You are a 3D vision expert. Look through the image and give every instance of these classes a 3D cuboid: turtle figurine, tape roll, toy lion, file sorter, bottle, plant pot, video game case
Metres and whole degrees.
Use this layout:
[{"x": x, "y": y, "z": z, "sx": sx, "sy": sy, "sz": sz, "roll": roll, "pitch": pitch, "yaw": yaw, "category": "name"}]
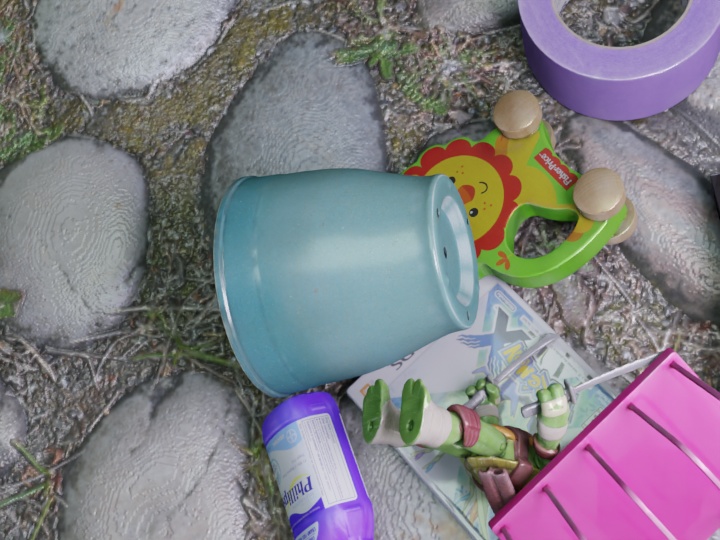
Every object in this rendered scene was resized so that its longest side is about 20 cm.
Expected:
[{"x": 0.111, "y": 0.106, "z": 0.916, "sx": 0.202, "sy": 0.192, "sz": 0.144, "roll": -67, "pitch": 28, "yaw": 17, "category": "turtle figurine"}, {"x": 0.255, "y": -0.255, "z": 1.072, "sx": 0.198, "sy": 0.085, "sz": 0.202, "roll": -4, "pitch": 71, "yaw": 12, "category": "tape roll"}, {"x": 0.128, "y": -0.058, "z": 1.036, "sx": 0.191, "sy": 0.069, "sz": 0.200, "roll": -41, "pitch": 54, "yaw": 3, "category": "toy lion"}, {"x": 0.224, "y": 0.189, "z": 0.821, "sx": 0.200, "sy": 0.125, "sz": 0.139, "roll": -44, "pitch": 102, "yaw": 3, "category": "file sorter"}, {"x": -0.028, "y": 0.213, "z": 0.978, "sx": 0.065, "sy": 0.084, "sz": 0.202, "roll": -6, "pitch": 64, "yaw": -33, "category": "bottle"}, {"x": 0.000, "y": 0.000, "z": 0.966, "sx": 0.186, "sy": 0.200, "sz": 0.202, "roll": -9, "pitch": 69, "yaw": 19, "category": "plant pot"}, {"x": 0.115, "y": 0.121, "z": 1.008, "sx": 0.182, "sy": 0.022, "sz": 0.200, "roll": -42, "pitch": 68, "yaw": -3, "category": "video game case"}]

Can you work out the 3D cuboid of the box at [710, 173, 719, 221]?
[{"x": 0.389, "y": -0.019, "z": 0.940, "sx": 0.141, "sy": 0.036, "sz": 0.201, "roll": -11, "pitch": 47, "yaw": 16, "category": "box"}]
